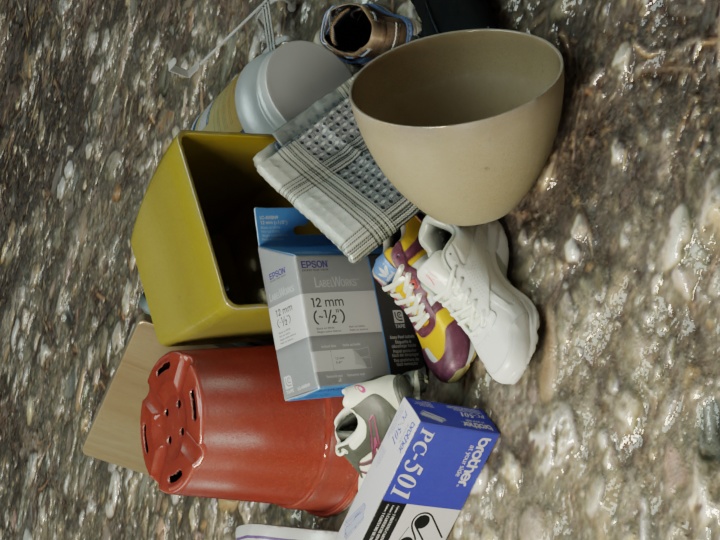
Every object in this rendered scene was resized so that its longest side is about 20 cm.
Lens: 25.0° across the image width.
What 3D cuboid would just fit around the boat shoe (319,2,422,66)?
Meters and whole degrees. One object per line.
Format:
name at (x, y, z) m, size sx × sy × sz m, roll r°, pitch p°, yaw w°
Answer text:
boat shoe at (-0.004, -0.273, 1.829) m, size 0.200 × 0.072 × 0.073 m, roll 16°, pitch 94°, yaw 60°

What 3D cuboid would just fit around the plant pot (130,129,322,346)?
plant pot at (-0.137, -0.018, 1.745) m, size 0.176 × 0.199 × 0.202 m, roll -35°, pitch 65°, yaw 43°

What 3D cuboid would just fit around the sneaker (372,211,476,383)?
sneaker at (0.055, 0.021, 1.607) m, size 0.075 × 0.089 × 0.201 m, roll -49°, pitch 41°, yaw 40°

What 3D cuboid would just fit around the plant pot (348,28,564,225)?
plant pot at (0.098, -0.123, 1.518) m, size 0.200 × 0.199 × 0.135 m, roll -133°, pitch 26°, yaw -55°

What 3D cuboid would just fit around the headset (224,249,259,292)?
headset at (-0.118, 0.000, 1.939) m, size 0.200 × 0.093 × 0.125 m, roll 132°, pitch 145°, yaw -76°

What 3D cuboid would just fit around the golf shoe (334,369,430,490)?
golf shoe at (0.011, 0.168, 1.609) m, size 0.201 × 0.087 × 0.078 m, roll 103°, pitch 163°, yaw -45°

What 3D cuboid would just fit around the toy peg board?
toy peg board at (-0.200, 0.144, 1.924) m, size 0.098 × 0.198 × 0.200 m, roll -95°, pitch 29°, yaw -60°

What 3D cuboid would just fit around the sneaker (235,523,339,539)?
sneaker at (-0.081, 0.333, 1.757) m, size 0.200 × 0.072 × 0.116 m, roll -7°, pitch 77°, yaw 59°

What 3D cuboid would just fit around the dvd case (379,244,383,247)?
dvd case at (0.000, 0.000, 1.779) m, size 0.200 × 0.022 × 0.147 m, roll -39°, pitch 48°, yaw 50°

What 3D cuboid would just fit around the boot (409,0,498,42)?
boot at (0.109, -0.283, 1.637) m, size 0.199 × 0.073 × 0.164 m, roll 122°, pitch 148°, yaw -44°

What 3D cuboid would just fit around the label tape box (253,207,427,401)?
label tape box at (-0.021, 0.025, 1.641) m, size 0.066 × 0.142 × 0.202 m, roll -22°, pitch 74°, yaw 50°

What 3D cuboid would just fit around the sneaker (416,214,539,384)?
sneaker at (0.099, 0.025, 1.520) m, size 0.078 × 0.099 × 0.201 m, roll -56°, pitch 36°, yaw 33°

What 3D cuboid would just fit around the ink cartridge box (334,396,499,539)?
ink cartridge box at (0.047, 0.219, 1.549) m, size 0.201 × 0.093 × 0.044 m, roll -66°, pitch 32°, yaw 21°

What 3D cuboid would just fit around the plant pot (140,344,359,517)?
plant pot at (-0.119, 0.163, 1.733) m, size 0.200 × 0.194 × 0.203 m, roll -11°, pitch 76°, yaw 56°

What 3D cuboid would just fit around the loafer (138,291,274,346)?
loafer at (-0.153, 0.045, 1.852) m, size 0.063 × 0.199 × 0.072 m, roll -65°, pitch 30°, yaw 11°

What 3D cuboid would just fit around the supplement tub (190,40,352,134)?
supplement tub at (-0.102, -0.166, 1.885) m, size 0.200 × 0.144 × 0.146 m, roll -36°, pitch 50°, yaw 52°

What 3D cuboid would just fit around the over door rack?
over door rack at (-0.152, -0.241, 2.063) m, size 0.199 × 0.066 × 0.149 m, roll -28°, pitch 54°, yaw 29°

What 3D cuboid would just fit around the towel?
towel at (0.006, -0.121, 1.646) m, size 0.192 × 0.035 × 0.200 m, roll -39°, pitch 51°, yaw -10°
